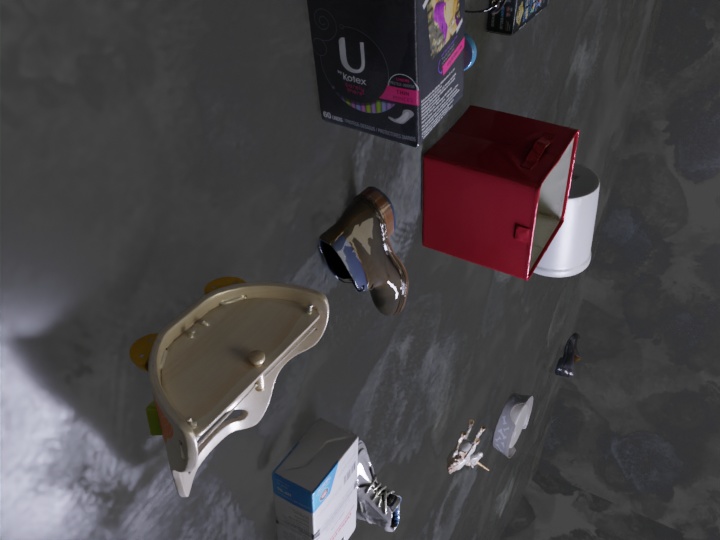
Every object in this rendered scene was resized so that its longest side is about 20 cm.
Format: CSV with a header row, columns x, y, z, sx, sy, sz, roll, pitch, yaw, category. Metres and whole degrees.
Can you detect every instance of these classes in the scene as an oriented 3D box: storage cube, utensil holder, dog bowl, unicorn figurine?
x,y,z,sx,sy,sz,roll,pitch,yaw,category
0.209,-0.121,1.113,0.171,0.180,0.200,-49,149,-39,storage cube
0.428,-0.114,1.596,0.170,0.170,0.200,-48,145,-41,utensil holder
0.462,0.465,2.221,0.200,0.059,0.200,-44,144,-45,dog bowl
0.258,0.437,1.773,0.200,0.074,0.137,-6,123,-48,unicorn figurine

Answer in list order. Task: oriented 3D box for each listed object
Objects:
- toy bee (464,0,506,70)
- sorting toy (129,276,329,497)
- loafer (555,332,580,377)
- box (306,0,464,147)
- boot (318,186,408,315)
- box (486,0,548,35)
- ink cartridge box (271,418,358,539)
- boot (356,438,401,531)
x,y,z,sx,sy,sz,roll,pitch,yaw,category
0.089,-0.278,0.868,0.200,0.109,0.131,-52,171,20,toy bee
-0.132,0.122,0.688,0.200,0.107,0.180,-44,152,-45,sorting toy
0.842,0.340,2.908,0.200,0.072,0.073,-61,153,-23,loafer
0.027,-0.241,0.711,0.106,0.122,0.200,-50,148,-36,box
0.000,0.000,0.914,0.097,0.075,0.200,-40,136,-29,boot
0.248,-0.476,1.094,0.159,0.046,0.200,-47,147,-42,box
-0.059,0.320,1.009,0.116,0.068,0.200,-43,144,-45,ink cartridge box
0.022,0.344,1.163,0.074,0.096,0.200,-53,150,-34,boot
